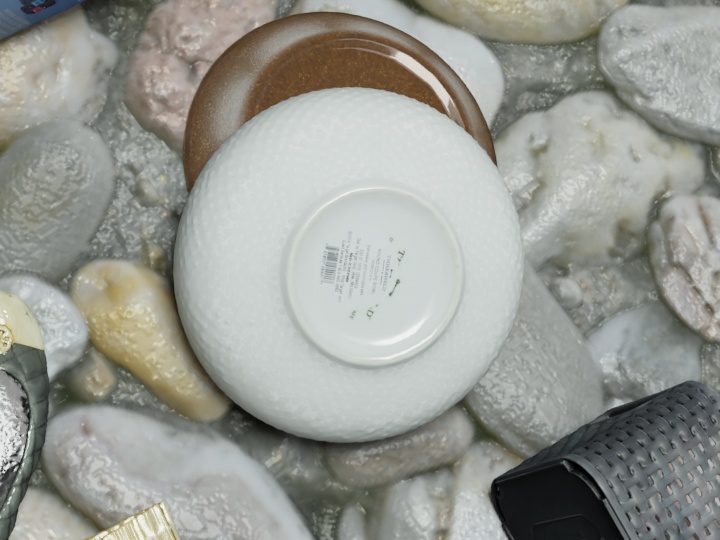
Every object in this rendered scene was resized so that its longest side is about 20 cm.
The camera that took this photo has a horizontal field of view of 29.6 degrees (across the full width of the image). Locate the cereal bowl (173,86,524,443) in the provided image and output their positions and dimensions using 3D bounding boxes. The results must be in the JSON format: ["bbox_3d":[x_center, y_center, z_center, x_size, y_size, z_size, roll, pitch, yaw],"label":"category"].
[{"bbox_3d":[0.000,0.000,0.740,0.200,0.083,0.200,-1,96,-13],"label":"cereal bowl"}]

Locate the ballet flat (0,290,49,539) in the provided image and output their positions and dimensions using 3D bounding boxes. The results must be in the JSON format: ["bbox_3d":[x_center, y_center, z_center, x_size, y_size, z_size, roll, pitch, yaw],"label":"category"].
[{"bbox_3d":[-0.198,0.105,0.694,0.066,0.057,0.200,13,71,-15],"label":"ballet flat"}]

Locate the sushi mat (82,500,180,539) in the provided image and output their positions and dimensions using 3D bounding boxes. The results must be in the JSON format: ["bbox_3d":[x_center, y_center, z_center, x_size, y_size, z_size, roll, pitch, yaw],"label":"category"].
[{"bbox_3d":[-0.105,0.231,0.711,0.096,0.012,0.200,-22,83,-23],"label":"sushi mat"}]

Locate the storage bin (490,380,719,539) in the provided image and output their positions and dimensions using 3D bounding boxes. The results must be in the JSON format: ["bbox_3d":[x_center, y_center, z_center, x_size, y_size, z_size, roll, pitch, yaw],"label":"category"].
[{"bbox_3d":[0.174,0.176,0.747,0.094,0.135,0.200,-26,84,-23],"label":"storage bin"}]

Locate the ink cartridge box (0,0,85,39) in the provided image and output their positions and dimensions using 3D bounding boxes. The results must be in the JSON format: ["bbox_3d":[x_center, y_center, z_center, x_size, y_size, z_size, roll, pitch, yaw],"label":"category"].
[{"bbox_3d":[-0.221,-0.195,0.737,0.200,0.076,0.136,-24,82,5],"label":"ink cartridge box"}]

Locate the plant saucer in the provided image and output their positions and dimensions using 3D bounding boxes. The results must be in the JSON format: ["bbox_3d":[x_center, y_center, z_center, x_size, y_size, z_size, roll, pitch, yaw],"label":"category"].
[{"bbox_3d":[-0.004,-0.070,0.816,0.200,0.037,0.200,5,74,-17],"label":"plant saucer"}]
